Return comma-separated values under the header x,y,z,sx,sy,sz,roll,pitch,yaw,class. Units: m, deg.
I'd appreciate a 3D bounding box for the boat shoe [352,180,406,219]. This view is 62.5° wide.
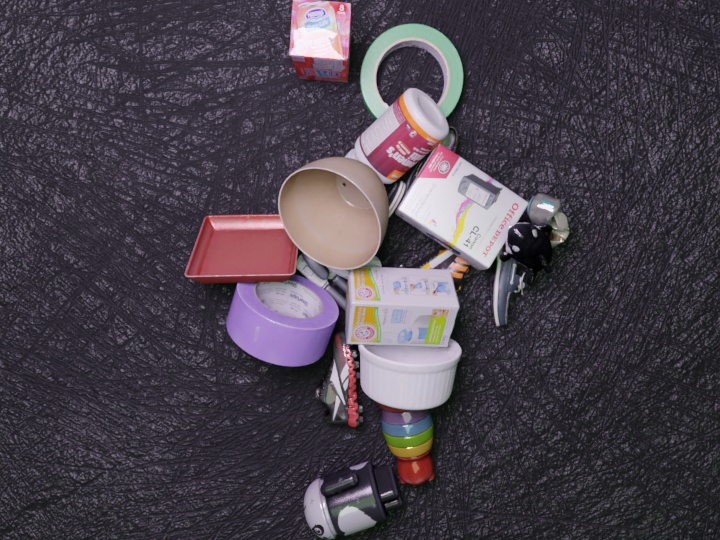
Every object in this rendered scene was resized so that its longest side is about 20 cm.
x,y,z,sx,sy,sz,roll,pitch,yaw,class
0.011,-0.107,1.172,0.062,0.075,0.200,43,100,-11,boat shoe

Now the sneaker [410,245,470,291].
x,y,z,sx,sy,sz,roll,pitch,yaw,class
0.193,-0.009,1.191,0.199,0.070,0.091,-30,102,7,sneaker

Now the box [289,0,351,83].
x,y,z,sx,sy,sz,roll,pitch,yaw,class
-0.067,-0.408,1.071,0.101,0.200,0.096,5,97,-1,box

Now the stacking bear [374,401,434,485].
x,y,z,sx,sy,sz,roll,pitch,yaw,class
0.100,0.338,1.210,0.120,0.114,0.202,-11,101,1,stacking bear

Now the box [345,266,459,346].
x,y,z,sx,sy,sz,roll,pitch,yaw,class
0.072,0.068,1.121,0.198,0.102,0.113,3,131,-6,box

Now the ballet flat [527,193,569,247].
x,y,z,sx,sy,sz,roll,pitch,yaw,class
0.361,-0.079,1.119,0.063,0.200,0.068,21,80,30,ballet flat

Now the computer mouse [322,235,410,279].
x,y,z,sx,sy,sz,roll,pitch,yaw,class
0.000,0.000,1.155,0.199,0.044,0.110,25,131,-13,computer mouse

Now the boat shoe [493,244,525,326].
x,y,z,sx,sy,sz,roll,pitch,yaw,class
0.299,0.013,1.190,0.061,0.075,0.202,3,88,10,boat shoe

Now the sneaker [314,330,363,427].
x,y,z,sx,sy,sz,roll,pitch,yaw,class
-0.048,0.223,1.209,0.097,0.071,0.203,-4,98,-2,sneaker

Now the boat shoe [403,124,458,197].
x,y,z,sx,sy,sz,roll,pitch,yaw,class
0.138,-0.195,1.170,0.068,0.057,0.202,21,96,-3,boat shoe

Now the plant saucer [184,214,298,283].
x,y,z,sx,sy,sz,roll,pitch,yaw,class
-0.215,-0.039,1.133,0.197,0.201,0.037,-1,127,0,plant saucer

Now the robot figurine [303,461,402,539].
x,y,z,sx,sy,sz,roll,pitch,yaw,class
-0.017,0.469,1.210,0.198,0.125,0.152,-18,94,1,robot figurine

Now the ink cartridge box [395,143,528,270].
x,y,z,sx,sy,sz,roll,pitch,yaw,class
0.185,-0.116,1.100,0.199,0.086,0.148,32,90,1,ink cartridge box

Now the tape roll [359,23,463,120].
x,y,z,sx,sy,sz,roll,pitch,yaw,class
0.098,-0.369,1.155,0.198,0.048,0.203,0,96,-1,tape roll

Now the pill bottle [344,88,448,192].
x,y,z,sx,sy,sz,roll,pitch,yaw,class
0.059,-0.233,1.105,0.110,0.110,0.200,48,124,-5,pill bottle

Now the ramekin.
x,y,z,sx,sy,sz,roll,pitch,yaw,class
0.091,0.187,1.148,0.198,0.201,0.099,4,104,-1,ramekin

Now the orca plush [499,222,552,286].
x,y,z,sx,sy,sz,roll,pitch,yaw,class
0.313,-0.015,1.075,0.104,0.200,0.072,-24,58,1,orca plush

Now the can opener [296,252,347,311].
x,y,z,sx,sy,sz,roll,pitch,yaw,class
-0.051,0.035,1.194,0.200,0.067,0.053,43,98,-10,can opener

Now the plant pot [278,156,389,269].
x,y,z,sx,sy,sz,roll,pitch,yaw,class
-0.029,-0.122,1.064,0.198,0.135,0.202,16,130,19,plant pot

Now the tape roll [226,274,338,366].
x,y,z,sx,sy,sz,roll,pitch,yaw,class
-0.146,0.085,1.120,0.198,0.200,0.086,21,113,-3,tape roll
